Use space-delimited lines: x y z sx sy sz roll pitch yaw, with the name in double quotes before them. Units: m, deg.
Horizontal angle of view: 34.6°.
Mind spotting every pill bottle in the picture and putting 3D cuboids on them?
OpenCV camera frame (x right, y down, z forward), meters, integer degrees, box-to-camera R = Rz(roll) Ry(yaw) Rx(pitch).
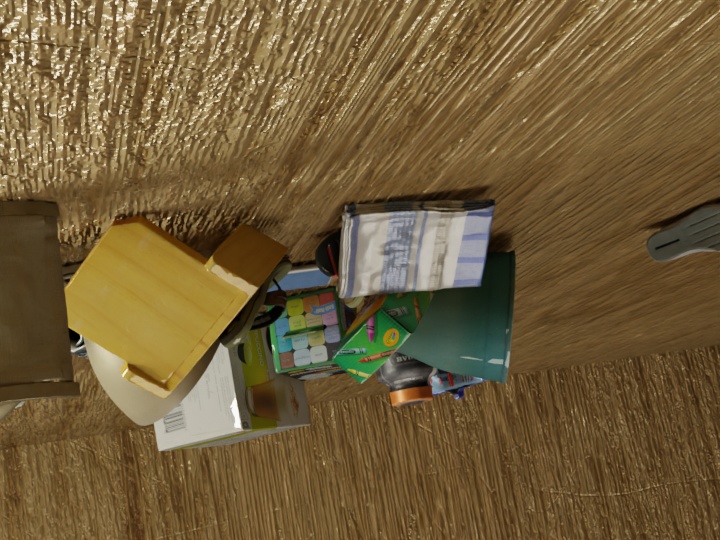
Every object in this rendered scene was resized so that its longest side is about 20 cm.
"pill bottle" 0.070 0.121 1.919 0.105 0.203 0.106 -10 169 -2

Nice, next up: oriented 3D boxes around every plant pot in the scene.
"plant pot" 0.136 0.064 1.763 0.185 0.203 0.200 4 169 4
"plant pot" -0.295 0.087 1.567 0.134 0.202 0.199 40 142 -25

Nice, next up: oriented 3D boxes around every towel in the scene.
"towel" 0.068 -0.026 1.450 0.197 0.024 0.148 -4 131 -11

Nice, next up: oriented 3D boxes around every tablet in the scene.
"tablet" -0.137 0.016 1.713 0.197 0.014 0.130 -7 168 -9

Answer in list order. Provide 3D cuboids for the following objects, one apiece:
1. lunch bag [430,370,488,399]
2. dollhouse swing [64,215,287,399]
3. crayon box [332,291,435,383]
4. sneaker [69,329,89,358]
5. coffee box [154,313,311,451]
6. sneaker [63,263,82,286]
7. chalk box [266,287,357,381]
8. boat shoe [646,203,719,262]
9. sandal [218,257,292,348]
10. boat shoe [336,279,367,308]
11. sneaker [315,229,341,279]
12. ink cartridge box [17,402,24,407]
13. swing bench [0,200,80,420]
"lunch bag" 0.151 0.121 1.984 0.149 0.203 0.093 -19 166 37
"dollhouse swing" -0.229 0.015 1.387 0.200 0.175 0.182 -49 -175 25
"crayon box" 0.044 0.052 1.584 0.119 0.058 0.200 -47 -175 34
"sneaker" -0.343 0.080 1.686 0.199 0.078 0.146 -11 171 12
"coffee box" -0.231 0.193 2.012 0.198 0.203 0.197 -18 167 33
"sneaker" -0.346 0.034 1.466 0.197 0.081 0.078 -11 169 15
"chalk box" -0.078 0.105 1.918 0.123 0.126 0.200 -11 167 10
"boat shoe" 0.532 -0.066 1.784 0.066 0.074 0.199 -24 -174 -37
"sandal" -0.134 0.052 1.553 0.080 0.057 0.202 -47 -171 32
"boat shoe" -0.001 0.002 1.662 0.073 0.063 0.201 -52 -177 -14
"sneaker" 0.040 -0.023 1.529 0.197 0.075 0.087 -11 170 4
"ink cartridge box" -0.696 0.204 1.963 0.144 0.085 0.199 -20 165 39
"swing bench" -0.399 0.051 1.194 0.129 0.202 0.199 2 163 -45
